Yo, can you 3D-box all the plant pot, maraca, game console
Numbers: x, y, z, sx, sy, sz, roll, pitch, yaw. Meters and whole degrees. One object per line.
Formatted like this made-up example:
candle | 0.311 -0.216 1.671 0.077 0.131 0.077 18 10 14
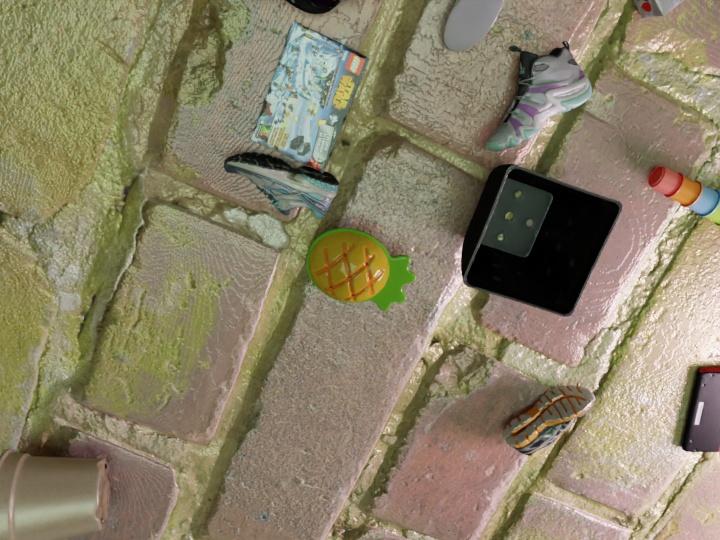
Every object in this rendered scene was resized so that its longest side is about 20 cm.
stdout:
plant pot | -0.594 0.446 1.132 0.180 0.201 0.204 0 110 -15
plant pot | 0.280 -0.070 0.986 0.197 0.178 0.202 17 109 -8
maraca | 0.000 0.000 1.034 0.197 0.107 0.139 20 115 -10
game console | 0.779 0.295 1.226 0.174 0.031 0.203 0 109 2

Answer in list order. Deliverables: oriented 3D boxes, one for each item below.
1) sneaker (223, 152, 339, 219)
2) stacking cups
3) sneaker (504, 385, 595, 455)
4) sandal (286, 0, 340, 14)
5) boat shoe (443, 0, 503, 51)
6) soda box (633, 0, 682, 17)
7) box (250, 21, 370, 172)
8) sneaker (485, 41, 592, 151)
sneaker | -0.140 -0.140 0.994 0.197 0.078 0.087 16 112 -8
stacking cups | 0.613 -0.126 1.045 0.197 0.061 0.061 22 107 -10
sneaker | 0.391 0.308 1.189 0.199 0.079 0.077 -35 121 13
sandal | -0.092 -0.432 0.903 0.197 0.076 0.048 5 135 3
boat shoe | 0.191 -0.445 0.907 0.071 0.066 0.201 16 129 -12
soda box | 0.527 -0.488 0.908 0.199 0.068 0.064 -38 108 10
box | -0.085 -0.284 0.963 0.135 0.040 0.202 22 107 -9
sneaker | 0.270 -0.301 0.963 0.199 0.078 0.141 -34 107 -1
